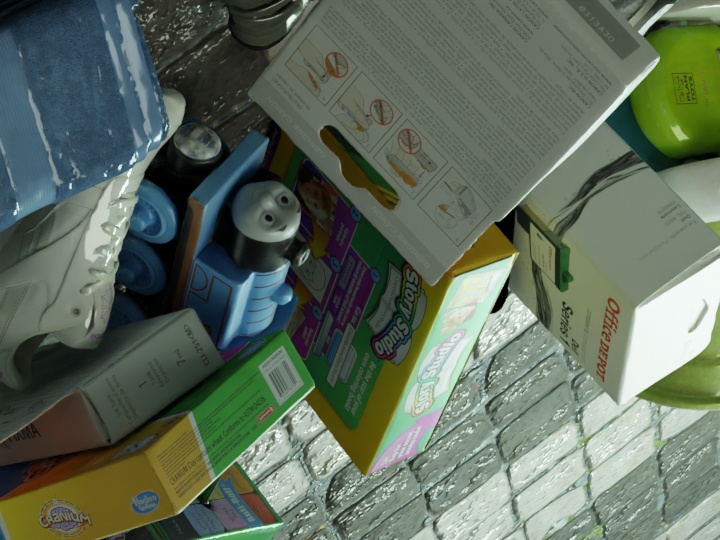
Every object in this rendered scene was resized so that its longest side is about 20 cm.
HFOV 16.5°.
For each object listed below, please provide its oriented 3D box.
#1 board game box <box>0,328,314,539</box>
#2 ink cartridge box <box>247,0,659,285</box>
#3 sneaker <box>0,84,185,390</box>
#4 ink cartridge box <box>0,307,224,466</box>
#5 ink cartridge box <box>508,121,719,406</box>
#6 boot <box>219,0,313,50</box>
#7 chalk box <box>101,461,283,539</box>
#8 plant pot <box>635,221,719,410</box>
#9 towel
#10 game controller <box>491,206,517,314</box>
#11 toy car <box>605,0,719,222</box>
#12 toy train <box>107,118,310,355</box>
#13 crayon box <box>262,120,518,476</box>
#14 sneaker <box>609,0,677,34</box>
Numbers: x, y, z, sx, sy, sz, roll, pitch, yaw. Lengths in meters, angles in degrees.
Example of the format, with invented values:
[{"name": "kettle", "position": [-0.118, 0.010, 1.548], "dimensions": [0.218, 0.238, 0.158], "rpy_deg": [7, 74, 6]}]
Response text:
[{"name": "board game box", "position": [-0.143, 0.109, 1.423], "dimensions": [0.200, 0.040, 0.153], "rpy_deg": [-21, -168, 37]}, {"name": "ink cartridge box", "position": [0.048, -0.109, 1.366], "dimensions": [0.050, 0.161, 0.200], "rpy_deg": [-39, 173, -45]}, {"name": "sneaker", "position": [-0.155, -0.018, 1.379], "dimensions": [0.200, 0.100, 0.075], "rpy_deg": [-46, 173, 18]}, {"name": "ink cartridge box", "position": [-0.197, 0.091, 1.421], "dimensions": [0.173, 0.044, 0.200], "rpy_deg": [-37, -167, -34]}, {"name": "ink cartridge box", "position": [0.148, -0.027, 1.681], "dimensions": [0.084, 0.200, 0.146], "rpy_deg": [-34, 154, -17]}, {"name": "boot", "position": [-0.009, -0.208, 1.340], "dimensions": [0.200, 0.068, 0.131], "rpy_deg": [-41, 167, 3]}, {"name": "chalk box", "position": [-0.150, 0.171, 1.682], "dimensions": [0.124, 0.125, 0.200], "rpy_deg": [-3, 137, -53]}, {"name": "plant pot", "position": [0.260, -0.029, 1.887], "dimensions": [0.200, 0.200, 0.185], "rpy_deg": [-28, 141, -26]}, {"name": "towel", "position": [-0.193, -0.073, 1.258], "dimensions": [0.200, 0.048, 0.112], "rpy_deg": [-29, 123, -29]}, {"name": "game controller", "position": [0.053, -0.036, 1.658], "dimensions": [0.200, 0.104, 0.042], "rpy_deg": [89, 15, -59]}, {"name": "toy car", "position": [0.227, -0.117, 1.734], "dimensions": [0.150, 0.176, 0.200], "rpy_deg": [-12, 176, 38]}, {"name": "toy train", "position": [-0.090, -0.003, 1.466], "dimensions": [0.087, 0.114, 0.200], "rpy_deg": [-52, 168, -38]}, {"name": "crayon box", "position": [0.000, 0.000, 1.549], "dimensions": [0.058, 0.173, 0.200], "rpy_deg": [-23, 151, -33]}, {"name": "sneaker", "position": [0.144, -0.190, 1.381], "dimensions": [0.087, 0.074, 0.200], "rpy_deg": [6, 108, -38]}]
